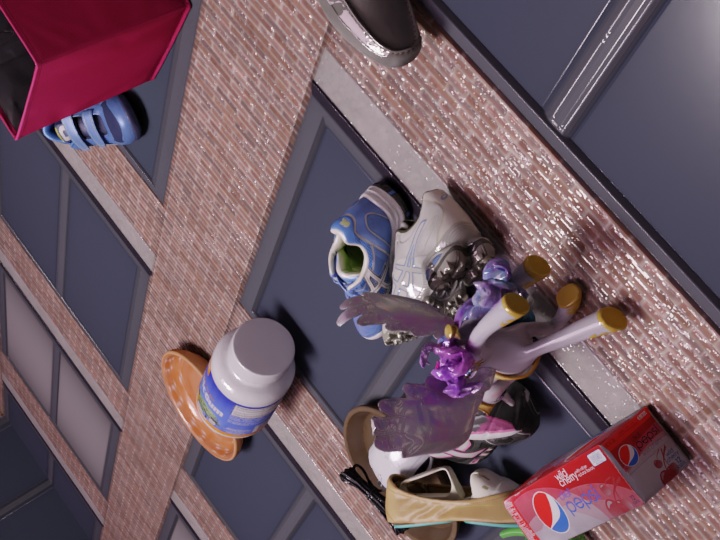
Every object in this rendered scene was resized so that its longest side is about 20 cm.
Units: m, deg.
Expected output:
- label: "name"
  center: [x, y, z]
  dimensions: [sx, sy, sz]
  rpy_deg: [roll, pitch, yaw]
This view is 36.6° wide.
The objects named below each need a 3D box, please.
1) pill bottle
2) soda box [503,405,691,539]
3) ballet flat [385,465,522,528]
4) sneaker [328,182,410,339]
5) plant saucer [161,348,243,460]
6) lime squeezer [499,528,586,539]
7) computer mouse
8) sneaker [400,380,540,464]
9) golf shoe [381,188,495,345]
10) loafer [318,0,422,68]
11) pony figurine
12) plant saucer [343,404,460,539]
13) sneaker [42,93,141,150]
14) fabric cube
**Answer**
- label: "pill bottle"
  center: [-0.150, 0.141, 1.451]
  dimensions: [0.112, 0.112, 0.200]
  rpy_deg: [51, 150, 13]
- label: "soda box"
  center: [0.210, 0.195, 0.998]
  dimensions: [0.063, 0.070, 0.200]
  rpy_deg: [53, 149, 10]
- label: "ballet flat"
  center: [0.110, 0.239, 1.156]
  dimensions: [0.200, 0.069, 0.063]
  rpy_deg: [-9, 90, 30]
- label: "sneaker"
  center: [0.000, 0.000, 1.132]
  dimensions: [0.076, 0.077, 0.200]
  rpy_deg: [35, 144, 33]
- label: "plant saucer"
  center: [-0.246, 0.209, 1.734]
  dimensions: [0.200, 0.037, 0.200]
  rpy_deg: [36, 142, 34]
- label: "lime squeezer"
  center: [0.207, 0.284, 1.133]
  dimensions: [0.071, 0.038, 0.200]
  rpy_deg: [40, 163, -36]
- label: "computer mouse"
  center: [0.031, 0.238, 1.278]
  dimensions: [0.110, 0.044, 0.200]
  rpy_deg: [47, 148, 21]
- label: "sneaker"
  center: [0.118, 0.159, 1.123]
  dimensions: [0.086, 0.080, 0.200]
  rpy_deg: [44, 154, -22]
- label: "golf shoe"
  center: [0.064, -0.001, 1.061]
  dimensions: [0.097, 0.078, 0.200]
  rpy_deg: [66, 149, 24]
- label: "loafer"
  center: [-0.010, -0.263, 0.915]
  dimensions: [0.200, 0.070, 0.070]
  rpy_deg: [56, 159, 5]
- label: "pony figurine"
  center: [0.098, 0.069, 0.939]
  dimensions: [0.200, 0.193, 0.167]
  rpy_deg: [-50, 41, 45]
- label: "plant saucer"
  center: [0.054, 0.247, 1.324]
  dimensions: [0.200, 0.029, 0.200]
  rpy_deg: [37, 144, 34]
- label: "sneaker"
  center: [-0.370, -0.200, 1.504]
  dimensions: [0.200, 0.082, 0.074]
  rpy_deg: [8, 122, 52]
- label: "fabric cube"
  center: [-0.351, -0.306, 1.260]
  dimensions: [0.200, 0.199, 0.196]
  rpy_deg: [57, 151, 3]
